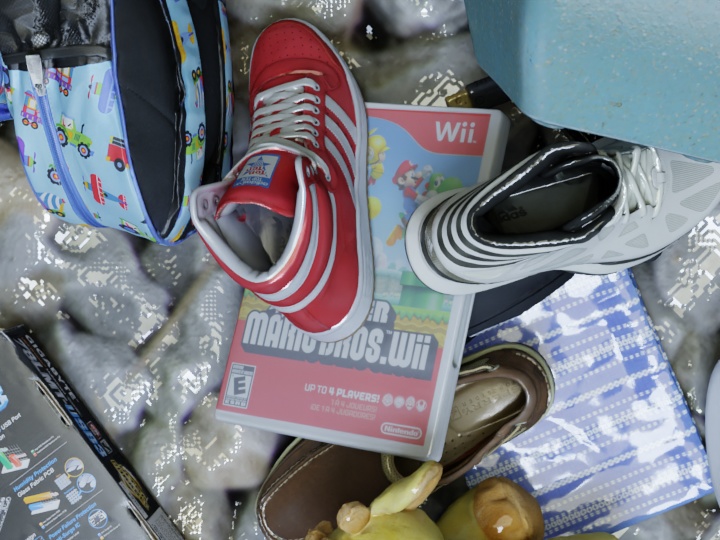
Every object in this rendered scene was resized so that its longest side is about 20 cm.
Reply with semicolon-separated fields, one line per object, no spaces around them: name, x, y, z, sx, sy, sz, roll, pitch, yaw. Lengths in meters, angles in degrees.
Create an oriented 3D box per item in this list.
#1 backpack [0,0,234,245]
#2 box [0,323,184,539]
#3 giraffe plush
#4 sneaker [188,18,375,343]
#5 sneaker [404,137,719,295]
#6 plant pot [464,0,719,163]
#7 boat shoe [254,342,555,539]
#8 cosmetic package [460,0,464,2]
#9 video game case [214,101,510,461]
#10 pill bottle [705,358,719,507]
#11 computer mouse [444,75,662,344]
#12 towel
backpack;-0.144;-0.115;0.782;0.134;0.183;0.201;-3;103;11
box;-0.230;0.171;0.849;0.200;0.050;0.199;-37;88;3
giraffe plush;0.037;0.177;0.747;0.199;0.162;0.173;8;70;25
sneaker;-0.045;-0.068;0.767;0.071;0.112;0.201;-18;67;19
sneaker;0.132;-0.035;0.729;0.200;0.115;0.076;-17;90;-20
plant pot;0.148;-0.170;0.691;0.196;0.196;0.201;11;111;-14
boat shoe;0.018;0.105;0.812;0.202;0.075;0.075;-35;89;12
cosmetic package;0.075;-0.266;0.823;0.150;0.052;0.200;26;92;-1
video game case;0.000;0.000;0.800;0.143;0.017;0.201;7;77;28
pill bottle;0.306;0.093;0.788;0.199;0.106;0.107;-3;91;-3
computer mouse;0.069;-0.035;0.810;0.200;0.046;0.141;-25;88;6
towel;0.116;0.068;0.842;0.144;0.024;0.201;-23;90;4
